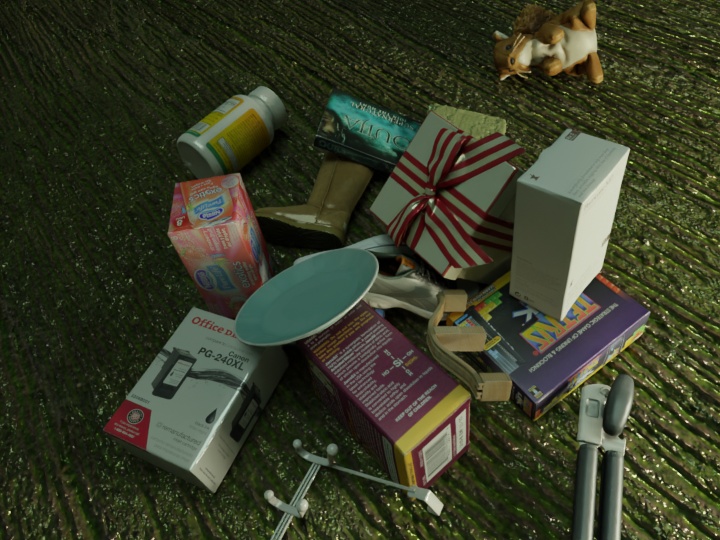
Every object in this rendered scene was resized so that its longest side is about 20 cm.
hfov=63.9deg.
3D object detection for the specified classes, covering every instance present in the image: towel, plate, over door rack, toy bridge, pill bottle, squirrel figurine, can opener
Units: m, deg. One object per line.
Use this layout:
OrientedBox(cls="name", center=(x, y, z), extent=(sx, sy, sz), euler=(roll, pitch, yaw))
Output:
OrientedBox(cls="towel", center=(0.175, -0.213, 1.003), extent=(0.147, 0.037, 0.201), euler=(12, 53, 4))
OrientedBox(cls="plate", center=(-0.065, 0.036, 0.726), extent=(0.199, 0.026, 0.200), euler=(-22, 25, 10))
OrientedBox(cls="over door rack", center=(-0.031, 0.272, 0.620), extent=(0.199, 0.067, 0.148), euler=(8, 53, 35))
OrientedBox(cls="toy bridge", center=(0.112, 0.079, 0.676), extent=(0.067, 0.027, 0.200), euler=(0, 27, -7))
OrientedBox(cls="pill bottle", center=(-0.236, -0.259, 1.092), extent=(0.112, 0.113, 0.200), euler=(27, 61, 30))
OrientedBox(cls="squirrel figurine", center=(0.351, -0.437, 1.124), extent=(0.185, 0.142, 0.201), euler=(-12, 35, 16))
OrientedBox(cls="can opener", center=(0.265, 0.210, 0.638), extent=(0.052, 0.067, 0.201), euler=(10, 58, 17))

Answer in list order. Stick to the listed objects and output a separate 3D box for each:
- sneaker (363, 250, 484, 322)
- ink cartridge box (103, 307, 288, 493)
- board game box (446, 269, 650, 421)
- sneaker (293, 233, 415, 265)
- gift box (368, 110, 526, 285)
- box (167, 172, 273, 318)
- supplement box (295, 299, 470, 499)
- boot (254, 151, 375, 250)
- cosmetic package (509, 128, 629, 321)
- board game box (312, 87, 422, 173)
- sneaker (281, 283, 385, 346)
OrientedBox(cls="sneaker", center=(0.082, 0.017, 0.801), extent=(0.199, 0.080, 0.074), euler=(8, 47, -12))
OrientedBox(cls="ink cartridge box", center=(-0.207, 0.161, 0.759), extent=(0.144, 0.084, 0.201), euler=(14, 56, 22))
OrientedBox(cls="board game box", center=(0.240, 0.071, 0.758), extent=(0.199, 0.057, 0.165), euler=(-33, 51, -15))
OrientedBox(cls="sneaker", center=(0.000, 0.000, 0.869), extent=(0.199, 0.073, 0.071), euler=(-16, 71, 2))
OrientedBox(cls="gift box", center=(0.150, -0.092, 0.781), extent=(0.200, 0.186, 0.185), euler=(40, 108, 37))
OrientedBox(cls="box", center=(-0.193, -0.028, 0.835), extent=(0.094, 0.201, 0.103), euler=(-9, 51, 2))
OrientedBox(cls="supplement box", center=(0.027, 0.148, 0.692), extent=(0.103, 0.131, 0.200), euler=(-36, 54, -20))
OrientedBox(cls="boot", center=(-0.078, -0.130, 0.989), extent=(0.174, 0.066, 0.201), euler=(13, 55, 6))
OrientedBox(cls="cosmetic package", center=(0.243, -0.051, 0.690), extent=(0.081, 0.201, 0.113), euler=(30, 62, 31))
OrientedBox(cls="board game box", center=(0.027, -0.238, 1.021), extent=(0.199, 0.028, 0.136), euler=(19, 53, -7))
OrientedBox(cls="sneaker", center=(-0.065, 0.063, 0.812), extent=(0.198, 0.083, 0.074), euler=(-5, 49, 5))
